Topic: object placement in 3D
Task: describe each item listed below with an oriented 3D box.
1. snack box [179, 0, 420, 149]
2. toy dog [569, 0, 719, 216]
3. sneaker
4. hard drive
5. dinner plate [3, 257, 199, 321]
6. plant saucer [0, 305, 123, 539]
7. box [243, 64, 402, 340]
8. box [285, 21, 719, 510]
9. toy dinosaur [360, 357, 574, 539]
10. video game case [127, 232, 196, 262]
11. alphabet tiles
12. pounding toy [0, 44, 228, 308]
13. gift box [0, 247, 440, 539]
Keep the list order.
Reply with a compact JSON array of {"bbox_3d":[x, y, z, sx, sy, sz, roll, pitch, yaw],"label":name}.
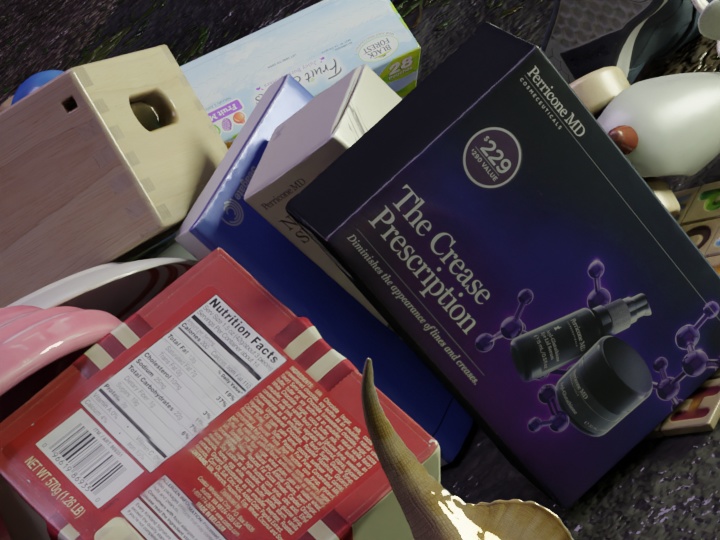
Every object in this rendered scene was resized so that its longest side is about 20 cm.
[{"bbox_3d":[-0.052,-0.084,1.462,0.168,0.068,0.200,-27,-23,-14],"label":"snack box"},{"bbox_3d":[0.195,-0.097,1.234,0.200,0.132,0.096,-47,-6,-2],"label":"toy dog"},{"bbox_3d":[0.189,-0.195,1.373,0.146,0.077,0.202,-38,-17,-29],"label":"sneaker"},{"bbox_3d":[0.000,0.000,1.259,0.025,0.200,0.132,-29,24,46],"label":"hard drive"},{"bbox_3d":[-0.178,0.039,1.219,0.200,0.024,0.200,-30,-8,-5],"label":"dinner plate"},{"bbox_3d":[-0.196,0.088,1.095,0.200,0.051,0.201,-42,-16,-15],"label":"plant saucer"},{"bbox_3d":[0.039,-0.013,1.216,0.082,0.200,0.068,-34,24,39],"label":"box"},{"bbox_3d":[0.083,-0.002,1.120,0.141,0.200,0.079,-44,23,-4],"label":"box"},{"bbox_3d":[0.045,0.138,0.998,0.101,0.200,0.058,-46,0,-5],"label":"toy dinosaur"},{"bbox_3d":[-0.200,0.028,1.414,0.200,0.022,0.182,-37,18,-6],"label":"video game case"},{"bbox_3d":[0.186,0.015,1.196,0.167,0.008,0.200,-13,36,47],"label":"alphabet tiles"},{"bbox_3d":[-0.189,-0.057,1.301,0.184,0.142,0.200,-30,2,18],"label":"pounding toy"},{"bbox_3d":[-0.083,0.132,1.096,0.200,0.187,0.185,-36,63,-17],"label":"gift box"}]
